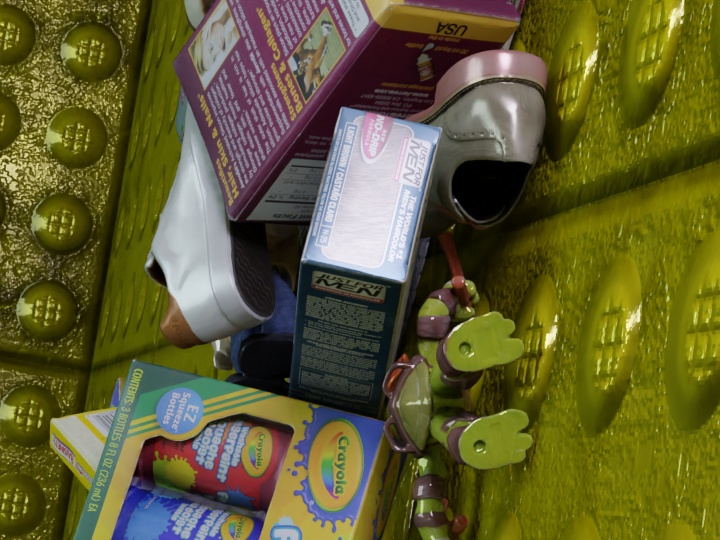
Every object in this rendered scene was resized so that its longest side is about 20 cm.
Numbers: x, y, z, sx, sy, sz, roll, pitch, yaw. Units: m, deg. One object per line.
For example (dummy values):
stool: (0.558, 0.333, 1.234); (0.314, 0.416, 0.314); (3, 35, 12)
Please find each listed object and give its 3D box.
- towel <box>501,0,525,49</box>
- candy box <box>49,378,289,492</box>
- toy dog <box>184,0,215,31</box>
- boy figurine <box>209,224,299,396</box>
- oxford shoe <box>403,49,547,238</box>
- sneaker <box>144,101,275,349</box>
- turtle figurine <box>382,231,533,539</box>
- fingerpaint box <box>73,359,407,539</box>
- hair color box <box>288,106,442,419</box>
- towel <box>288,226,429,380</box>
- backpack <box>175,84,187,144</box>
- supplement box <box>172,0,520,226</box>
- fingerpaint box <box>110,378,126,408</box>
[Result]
towel: (0.058, -0.193, 1.448); (0.144, 0.023, 0.201); (57, 142, 43)
candy box: (-0.093, 0.112, 1.544); (0.102, 0.199, 0.027); (41, 131, 50)
toy dog: (-0.039, -0.231, 1.589); (0.201, 0.194, 0.139); (-59, 17, -14)
boy figurine: (-0.074, 0.001, 1.548); (0.125, 0.064, 0.200); (-62, 32, 35)
oxford shoe: (0.054, -0.054, 1.373); (0.200, 0.070, 0.074); (121, 149, -64)
sneaker: (-0.105, -0.040, 1.499); (0.084, 0.073, 0.201); (-26, 46, 26)
turtle figurine: (0.045, 0.065, 1.313); (0.161, 0.064, 0.201); (147, 131, -73)
fingerpaint box: (-0.081, 0.171, 1.381); (0.073, 0.166, 0.201); (57, -131, -68)
hair color box: (0.000, 0.000, 1.352); (0.200, 0.060, 0.100); (100, -177, -64)
towel: (-0.008, -0.032, 1.597); (0.166, 0.085, 0.201); (-104, 27, -61)
backpack: (-0.052, -0.140, 1.747); (0.200, 0.153, 0.177); (-136, 62, -68)
supplement box: (-0.013, -0.136, 1.424); (0.200, 0.103, 0.131); (-49, 51, 39)
fingerpaint box: (-0.091, 0.173, 1.581); (0.200, 0.166, 0.074); (-99, 23, -54)
